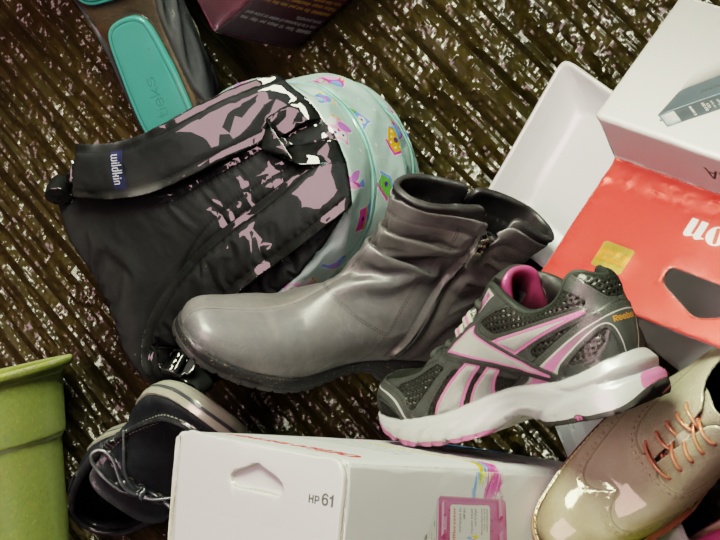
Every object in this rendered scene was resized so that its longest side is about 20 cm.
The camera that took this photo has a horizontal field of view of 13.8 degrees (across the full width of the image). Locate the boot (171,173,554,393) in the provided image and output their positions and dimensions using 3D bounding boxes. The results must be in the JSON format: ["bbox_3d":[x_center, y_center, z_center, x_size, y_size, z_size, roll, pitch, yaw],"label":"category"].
[{"bbox_3d":[0.000,0.000,1.665,0.070,0.200,0.132,59,135,41],"label":"boot"}]

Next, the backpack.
[{"bbox_3d":[-0.066,-0.038,1.761,0.200,0.127,0.167,-36,82,30],"label":"backpack"}]

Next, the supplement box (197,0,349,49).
[{"bbox_3d":[-0.019,-0.238,1.771,0.200,0.086,0.110,-40,66,25],"label":"supplement box"}]

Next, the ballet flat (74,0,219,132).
[{"bbox_3d":[-0.137,-0.170,1.823,0.073,0.073,0.200,-13,108,33],"label":"ballet flat"}]

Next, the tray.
[{"bbox_3d":[0.163,-0.023,1.667,0.200,0.022,0.107,39,107,31],"label":"tray"}]

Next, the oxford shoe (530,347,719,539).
[{"bbox_3d":[0.170,0.084,1.573,0.200,0.074,0.071,-40,78,2],"label":"oxford shoe"}]

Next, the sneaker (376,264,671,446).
[{"bbox_3d":[0.085,0.040,1.608,0.200,0.080,0.086,-14,91,46],"label":"sneaker"}]

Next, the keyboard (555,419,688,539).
[{"bbox_3d":[0.154,0.141,1.629,0.056,0.011,0.200,-51,45,35],"label":"keyboard"}]

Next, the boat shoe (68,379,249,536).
[{"bbox_3d":[-0.123,0.117,1.775,0.062,0.075,0.200,-58,13,-27],"label":"boat shoe"}]

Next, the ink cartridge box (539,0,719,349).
[{"bbox_3d":[0.212,-0.044,1.573,0.200,0.045,0.176,21,66,34],"label":"ink cartridge box"}]

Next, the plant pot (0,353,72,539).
[{"bbox_3d":[-0.254,0.166,1.854,0.200,0.200,0.190,-14,91,33],"label":"plant pot"}]

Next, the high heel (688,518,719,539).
[{"bbox_3d":[0.226,0.106,1.582,0.096,0.067,0.200,30,106,23],"label":"high heel"}]

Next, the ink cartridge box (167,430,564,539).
[{"bbox_3d":[0.014,0.138,1.632,0.145,0.200,0.085,6,89,48],"label":"ink cartridge box"}]
